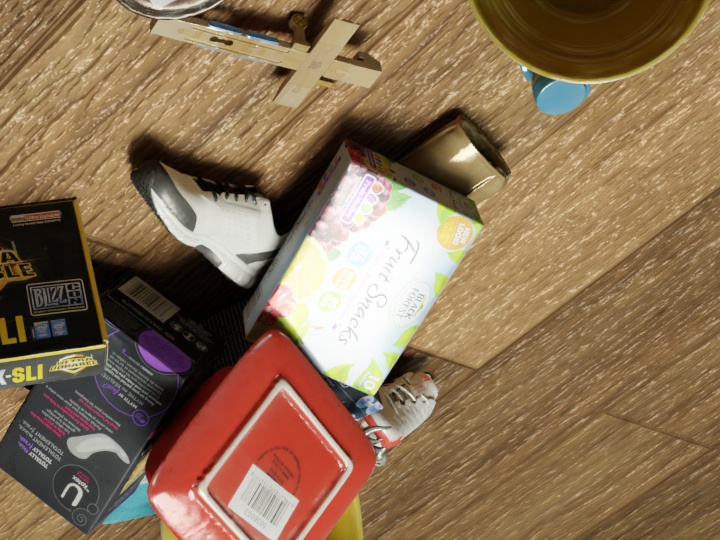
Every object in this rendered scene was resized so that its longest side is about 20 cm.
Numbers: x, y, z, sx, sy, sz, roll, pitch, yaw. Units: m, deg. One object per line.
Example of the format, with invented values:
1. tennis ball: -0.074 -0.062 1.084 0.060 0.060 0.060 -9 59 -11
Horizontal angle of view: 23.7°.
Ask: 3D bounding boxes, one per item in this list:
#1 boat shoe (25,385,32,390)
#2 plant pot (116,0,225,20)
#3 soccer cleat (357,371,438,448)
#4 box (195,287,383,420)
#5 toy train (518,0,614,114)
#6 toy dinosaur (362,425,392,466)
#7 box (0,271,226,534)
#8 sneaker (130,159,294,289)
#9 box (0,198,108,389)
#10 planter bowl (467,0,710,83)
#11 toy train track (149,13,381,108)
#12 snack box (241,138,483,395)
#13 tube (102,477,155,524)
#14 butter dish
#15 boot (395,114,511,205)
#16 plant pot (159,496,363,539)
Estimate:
1. boat shoe: -0.311 0.064 1.595 0.071 0.068 0.201 -11 148 -11
2. plant pot: -0.135 -0.263 1.088 0.185 0.201 0.188 -13 147 -8
3. soccer cleat: 0.041 0.143 1.834 0.085 0.069 0.200 -35 174 6
4. box: -0.101 0.108 1.723 0.199 0.108 0.149 -26 145 10
5. toy train: 0.212 -0.214 1.405 0.198 0.117 0.085 -24 147 9
6. toy dinosaur: -0.077 0.174 1.685 0.198 0.077 0.103 2 128 -16
7. box: -0.234 0.123 1.597 0.201 0.122 0.106 -55 174 24
8. sneaker: -0.130 -0.057 1.520 0.080 0.074 0.200 -41 147 7
9. box: -0.324 0.025 1.446 0.198 0.161 0.050 -7 146 -15
10. planter bowl: 0.176 -0.246 1.331 0.199 0.202 0.083 -23 -178 7
11. toy train track: -0.075 -0.188 1.384 0.198 0.033 0.115 10 144 -28
12. snack box: 0.000 0.000 1.555 0.141 0.053 0.201 23 113 -20
13. tube: -0.246 0.234 1.893 0.077 0.051 0.201 -5 149 -12
14. butter dish: -0.117 0.176 1.576 0.200 0.147 0.200 -52 126 -22
15. boot: 0.059 -0.043 1.623 0.199 0.067 0.175 -32 145 18
16. plant pot: -0.114 0.279 1.905 0.187 0.203 0.201 -9 149 16
